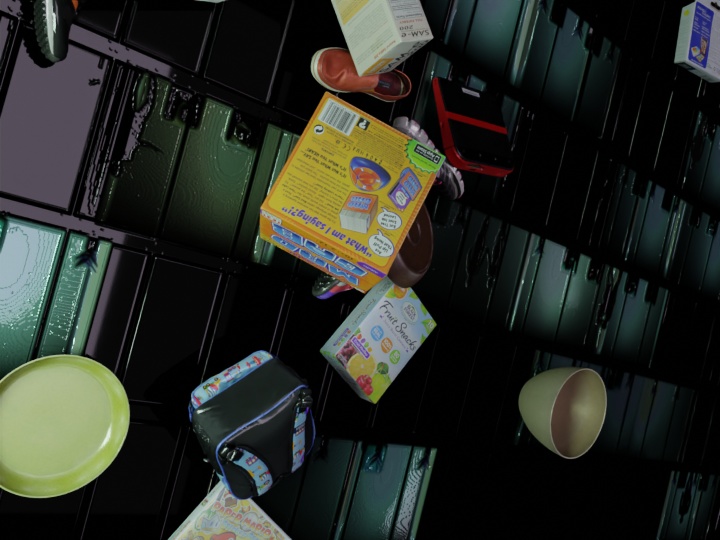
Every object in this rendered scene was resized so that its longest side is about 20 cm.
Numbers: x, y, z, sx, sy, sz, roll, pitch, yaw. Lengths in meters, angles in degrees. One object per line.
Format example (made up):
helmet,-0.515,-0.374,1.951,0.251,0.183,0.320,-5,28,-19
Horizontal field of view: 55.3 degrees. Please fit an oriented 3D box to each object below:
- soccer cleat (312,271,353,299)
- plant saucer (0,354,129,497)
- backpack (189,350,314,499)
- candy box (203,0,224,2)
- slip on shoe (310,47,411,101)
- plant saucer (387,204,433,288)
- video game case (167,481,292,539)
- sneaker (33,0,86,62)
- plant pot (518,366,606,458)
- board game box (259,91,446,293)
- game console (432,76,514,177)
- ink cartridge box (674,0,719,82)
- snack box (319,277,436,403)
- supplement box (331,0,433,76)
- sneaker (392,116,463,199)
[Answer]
soccer cleat,0.000,0.000,1.219,0.200,0.068,0.073,-41,115,-30
plant saucer,-0.425,0.212,0.953,0.200,0.031,0.200,-7,101,-37
backpack,-0.164,0.254,1.087,0.183,0.135,0.200,-33,141,-26
candy box,-0.257,-0.448,0.934,0.200,0.061,0.137,-18,108,-50
slip on shoe,0.005,-0.335,1.179,0.200,0.061,0.074,7,94,-36
plant saucer,0.084,-0.069,1.243,0.200,0.034,0.200,19,67,-57
video game case,-0.226,0.472,1.145,0.182,0.023,0.200,-47,121,-22
sneaker,-0.368,-0.369,0.887,0.090,0.070,0.200,-2,96,-33
plant pot,0.437,0.304,1.548,0.200,0.134,0.201,-7,101,-37
board game box,-0.021,-0.108,1.059,0.200,0.200,0.200,28,78,-3
game console,0.219,-0.273,1.328,0.200,0.031,0.177,2,71,-44
ink cartridge box,0.916,-0.627,1.833,0.198,0.047,0.200,7,90,-36
snack box,0.037,0.123,1.273,0.200,0.053,0.142,-49,123,-21
supplement box,0.022,-0.433,1.104,0.073,0.126,0.200,-21,91,-33
sneaker,0.111,-0.188,1.274,0.200,0.074,0.087,43,74,-30
